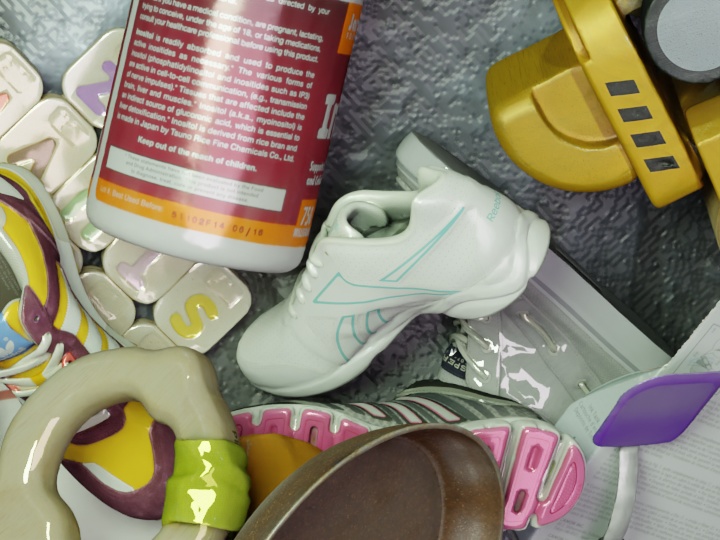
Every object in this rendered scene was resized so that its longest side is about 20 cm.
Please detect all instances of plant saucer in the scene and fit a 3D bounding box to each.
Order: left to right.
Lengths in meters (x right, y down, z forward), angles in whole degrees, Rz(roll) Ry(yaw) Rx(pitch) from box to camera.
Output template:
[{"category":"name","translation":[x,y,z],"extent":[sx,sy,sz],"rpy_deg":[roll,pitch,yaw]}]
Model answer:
[{"category":"plant saucer","translation":[-0.010,0.155,1.188],"extent":[0.200,0.034,0.201],"rpy_deg":[-30,136,-33]}]

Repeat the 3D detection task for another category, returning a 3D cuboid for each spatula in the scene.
[{"category":"spatula","translation":[0.132,0.125,1.296],"extent":[0.056,0.021,0.200],"rpy_deg":[-1,128,-26]}]

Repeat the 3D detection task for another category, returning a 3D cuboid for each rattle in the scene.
[{"category":"rattle","translation":[-0.128,0.117,1.213],"extent":[0.200,0.143,0.131],"rpy_deg":[-30,83,19]}]

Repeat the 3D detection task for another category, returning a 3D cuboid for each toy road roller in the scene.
[{"category":"toy road roller","translation":[0.152,-0.074,1.293],"extent":[0.146,0.123,0.200],"rpy_deg":[-25,109,11]}]

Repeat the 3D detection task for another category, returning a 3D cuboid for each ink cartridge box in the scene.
[{"category":"ink cartridge box","translation":[0.192,0.086,1.334],"extent":[0.162,0.057,0.200],"rpy_deg":[21,112,-33]}]

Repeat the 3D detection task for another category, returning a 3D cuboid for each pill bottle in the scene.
[{"category":"pill bottle","translation":[-0.061,-0.107,1.232],"extent":[0.113,0.113,0.201],"rpy_deg":[12,98,-15]}]

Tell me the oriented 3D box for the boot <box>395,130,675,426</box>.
[{"category":"boot","translation":[0.071,0.022,1.323],"extent":[0.200,0.074,0.096],"rpy_deg":[41,99,-16]}]

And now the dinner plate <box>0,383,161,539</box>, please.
[{"category":"dinner plate","translation":[-0.172,0.139,1.297],"extent":[0.199,0.024,0.201],"rpy_deg":[0,89,4]}]

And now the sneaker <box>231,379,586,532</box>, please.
[{"category":"sneaker","translation":[0.013,0.097,1.289],"extent":[0.199,0.087,0.074],"rpy_deg":[-1,100,-2]}]

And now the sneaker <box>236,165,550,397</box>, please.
[{"category":"sneaker","translation":[0.000,0.000,1.264],"extent":[0.080,0.071,0.200],"rpy_deg":[38,133,-27]}]

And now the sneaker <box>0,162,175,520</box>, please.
[{"category":"sneaker","translation":[-0.156,0.044,1.229],"extent":[0.075,0.090,0.200],"rpy_deg":[-33,91,20]}]

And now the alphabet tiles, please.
[{"category":"alphabet tiles","translation":[-0.152,-0.020,1.293],"extent":[0.196,0.015,0.200],"rpy_deg":[-43,110,2]}]
